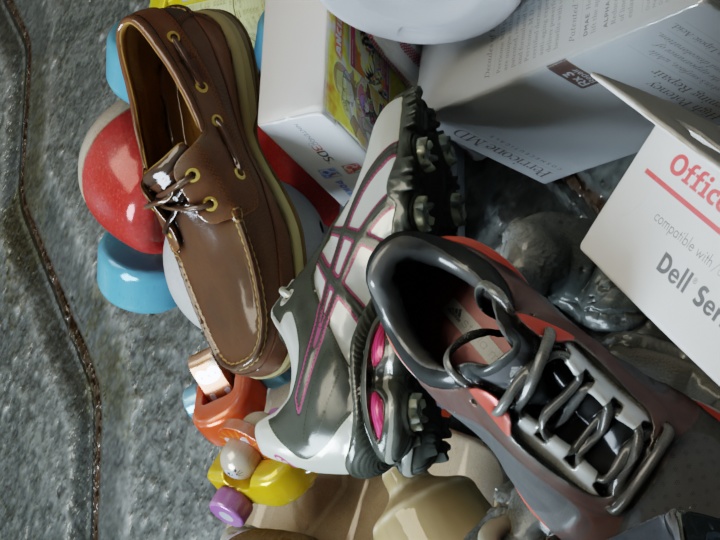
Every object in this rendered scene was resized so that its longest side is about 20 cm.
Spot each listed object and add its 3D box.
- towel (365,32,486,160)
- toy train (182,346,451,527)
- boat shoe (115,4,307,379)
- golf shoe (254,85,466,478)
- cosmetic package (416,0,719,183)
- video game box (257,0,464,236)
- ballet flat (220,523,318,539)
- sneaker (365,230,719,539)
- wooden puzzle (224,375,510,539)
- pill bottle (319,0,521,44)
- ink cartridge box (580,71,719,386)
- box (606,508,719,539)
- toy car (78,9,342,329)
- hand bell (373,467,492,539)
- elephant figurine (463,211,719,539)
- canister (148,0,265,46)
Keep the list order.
[{"bbox_3d":[0.045,-0.181,0.880,0.030,0.146,0.201,-11,63,26],"label":"towel"},{"bbox_3d":[-0.034,0.060,0.864,0.199,0.056,0.151,-23,34,26],"label":"toy train"},{"bbox_3d":[-0.082,-0.041,0.781,0.072,0.067,0.201,-24,74,38],"label":"boat shoe"},{"bbox_3d":[0.000,0.000,0.729,0.088,0.077,0.201,-5,59,22],"label":"golf shoe"},{"bbox_3d":[0.127,-0.111,0.758,0.200,0.101,0.074,-20,56,51],"label":"cosmetic package"},{"bbox_3d":[0.007,-0.128,0.866,0.047,0.182,0.201,-9,62,22],"label":"video game box"},{"bbox_3d":[-0.076,0.188,0.863,0.200,0.068,0.073,-49,23,31],"label":"ballet flat"},{"bbox_3d":[0.072,0.055,0.567,0.200,0.082,0.077,37,92,25],"label":"sneaker"},{"bbox_3d":[-0.004,0.167,0.861,0.200,0.046,0.186,14,86,52],"label":"wooden puzzle"},{"bbox_3d":[0.037,-0.224,0.769,0.112,0.112,0.201,-27,46,46],"label":"pill bottle"},{"bbox_3d":[0.162,0.008,0.555,0.068,0.199,0.117,-60,35,16],"label":"ink cartridge box"},{"bbox_3d":[0.122,0.148,0.543,0.160,0.199,0.044,-37,47,41],"label":"box"},{"bbox_3d":[-0.056,-0.025,0.893,0.200,0.176,0.185,56,146,43],"label":"toy car"},{"bbox_3d":[0.015,0.085,0.753,0.104,0.104,0.201,-44,65,34],"label":"hand bell"},{"bbox_3d":[0.108,0.084,0.653,0.155,0.141,0.201,-41,43,41],"label":"elephant figurine"},{"bbox_3d":[-0.058,-0.221,1.094,0.200,0.086,0.149,4,78,54],"label":"canister"}]
